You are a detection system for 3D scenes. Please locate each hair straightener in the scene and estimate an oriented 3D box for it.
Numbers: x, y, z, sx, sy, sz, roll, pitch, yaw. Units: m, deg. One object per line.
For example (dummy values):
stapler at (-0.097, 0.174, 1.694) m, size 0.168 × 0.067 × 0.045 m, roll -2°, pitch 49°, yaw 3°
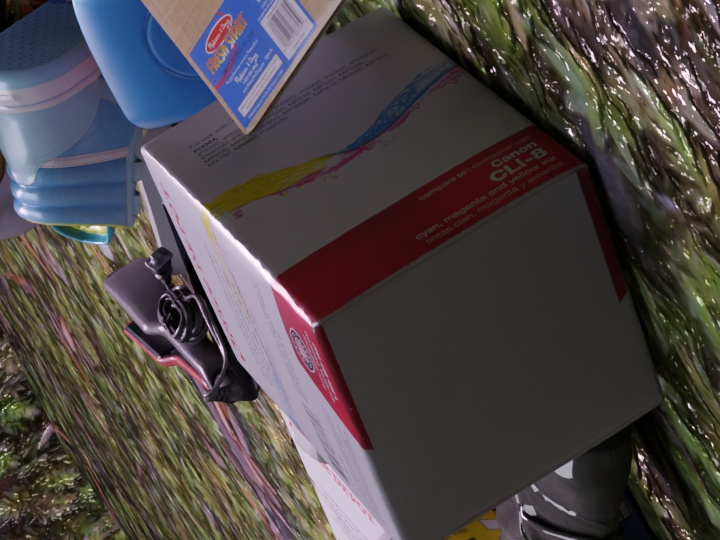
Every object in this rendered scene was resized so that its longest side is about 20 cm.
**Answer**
hair straightener at (-0.115, 0.029, 1.734) m, size 0.077 × 0.041 × 0.200 m, roll 67°, pitch 172°, yaw -23°

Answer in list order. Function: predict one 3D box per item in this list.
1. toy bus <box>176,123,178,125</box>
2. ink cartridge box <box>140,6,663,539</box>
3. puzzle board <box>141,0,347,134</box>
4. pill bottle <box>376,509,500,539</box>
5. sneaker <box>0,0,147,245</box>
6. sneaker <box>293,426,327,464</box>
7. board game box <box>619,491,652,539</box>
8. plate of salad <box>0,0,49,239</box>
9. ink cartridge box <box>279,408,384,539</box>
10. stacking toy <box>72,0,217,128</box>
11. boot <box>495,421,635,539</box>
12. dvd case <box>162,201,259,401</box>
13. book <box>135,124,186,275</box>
toy bus at (-0.052, -0.033, 1.710) m, size 0.200 × 0.065 × 0.079 m, roll 73°, pitch -155°, yaw -50°
ink cartridge box at (0.016, -0.001, 1.357) m, size 0.200 × 0.144 × 0.146 m, roll 44°, pitch 161°, yaw 52°
puzzle board at (-0.050, -0.174, 1.295) m, size 0.151 × 0.017 × 0.200 m, roll 52°, pitch 139°, yaw 12°
pill bottle at (0.083, 0.205, 1.519) m, size 0.200 × 0.111 × 0.112 m, roll 39°, pitch 158°, yaw 56°
sneaker at (-0.139, -0.091, 1.653) m, size 0.079 × 0.200 × 0.131 m, roll 9°, pitch 120°, yaw 33°
sneaker at (0.013, 0.086, 1.633) m, size 0.082 × 0.074 × 0.200 m, roll 37°, pitch 174°, yaw 11°
board game box at (0.105, 0.131, 1.601) m, size 0.136 × 0.034 × 0.200 m, roll 61°, pitch 168°, yaw -11°
plate of salad at (-0.202, -0.118, 1.653) m, size 0.048 × 0.200 × 0.201 m, roll -5°, pitch 126°, yaw 29°
ink cartridge box at (0.038, 0.156, 1.827) m, size 0.146 × 0.084 × 0.201 m, roll 45°, pitch 162°, yaw 49°
stacking toy at (-0.105, -0.180, 1.585) m, size 0.200 × 0.116 × 0.110 m, roll -114°, pitch 1°, yaw -53°
boot at (0.072, 0.090, 1.458) m, size 0.200 × 0.067 × 0.131 m, roll 40°, pitch 138°, yaw 54°
dvd case at (-0.078, -0.035, 1.782) m, size 0.200 × 0.017 × 0.143 m, roll 74°, pitch -159°, yaw -51°
book at (-0.135, -0.115, 1.807) m, size 0.134 × 0.048 × 0.201 m, roll 77°, pitch 178°, yaw -51°
